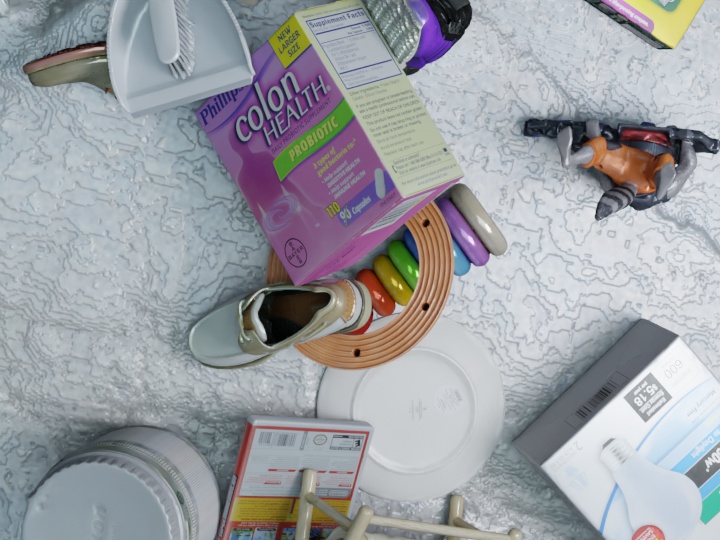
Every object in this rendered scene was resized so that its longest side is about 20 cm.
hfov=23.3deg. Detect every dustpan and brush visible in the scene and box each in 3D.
[{"bbox_3d":[-0.184,-0.257,1.612,0.139,0.057,0.201,-14,80,18],"label":"dustpan and brush"}]

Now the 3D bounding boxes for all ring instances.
[{"bbox_3d":[0.000,0.000,1.723,0.199,0.019,0.202,-5,77,23],"label":"ring"}]

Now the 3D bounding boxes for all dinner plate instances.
[{"bbox_3d":[0.055,0.144,1.802,0.199,0.024,0.201,-1,99,-10],"label":"dinner plate"}]

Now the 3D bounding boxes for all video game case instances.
[{"bbox_3d":[-0.073,0.243,1.760,0.142,0.017,0.201,7,106,-32],"label":"video game case"}]

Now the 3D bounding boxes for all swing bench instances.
[{"bbox_3d":[0.027,0.323,1.742,0.198,0.130,0.201,13,95,-31],"label":"swing bench"}]

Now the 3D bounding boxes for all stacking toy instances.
[{"bbox_3d":[0.048,0.003,1.755,0.200,0.085,0.086,-37,102,3],"label":"stacking toy"}]

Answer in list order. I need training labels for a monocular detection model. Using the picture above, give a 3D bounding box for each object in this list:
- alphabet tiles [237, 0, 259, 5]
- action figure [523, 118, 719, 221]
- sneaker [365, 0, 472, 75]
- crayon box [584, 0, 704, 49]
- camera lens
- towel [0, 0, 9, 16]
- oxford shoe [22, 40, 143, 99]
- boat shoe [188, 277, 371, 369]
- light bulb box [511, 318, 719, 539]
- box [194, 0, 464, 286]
[{"bbox_3d":[-0.174,-0.325,1.623,0.195,0.201,0.015,24,51,23],"label":"alphabet tiles"},{"bbox_3d":[0.246,-0.099,1.727,0.199,0.193,0.105,7,92,22],"label":"action figure"},{"bbox_3d":[0.061,-0.240,1.662,0.099,0.200,0.070,-30,88,-7],"label":"sneaker"},{"bbox_3d":[0.272,-0.347,1.746,0.199,0.058,0.173,31,91,-12],"label":"crayon box"},{"bbox_3d":[-0.226,0.238,1.673,0.159,0.200,0.161,0,93,7],"label":"camera lens"},{"bbox_3d":[-0.453,-0.280,1.659,0.199,0.031,0.150,-21,100,-5],"label":"towel"},{"bbox_3d":[-0.225,-0.186,1.687,0.199,0.071,0.074,-6,102,-8],"label":"oxford shoe"},{"bbox_3d":[-0.091,0.046,1.703,0.199,0.068,0.075,-19,75,25],"label":"boat shoe"},{"bbox_3d":[0.301,0.193,1.794,0.198,0.125,0.200,-43,101,-1],"label":"light bulb box"},{"bbox_3d":[-0.032,-0.120,1.638,0.096,0.176,0.201,-21,78,-47],"label":"box"}]
